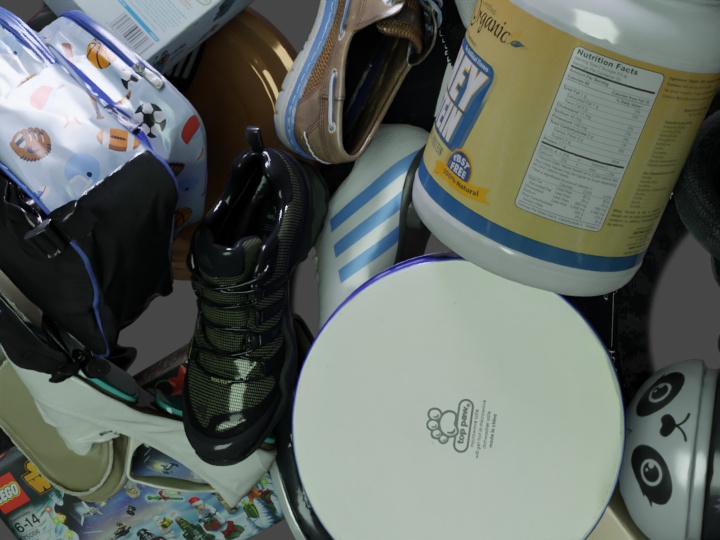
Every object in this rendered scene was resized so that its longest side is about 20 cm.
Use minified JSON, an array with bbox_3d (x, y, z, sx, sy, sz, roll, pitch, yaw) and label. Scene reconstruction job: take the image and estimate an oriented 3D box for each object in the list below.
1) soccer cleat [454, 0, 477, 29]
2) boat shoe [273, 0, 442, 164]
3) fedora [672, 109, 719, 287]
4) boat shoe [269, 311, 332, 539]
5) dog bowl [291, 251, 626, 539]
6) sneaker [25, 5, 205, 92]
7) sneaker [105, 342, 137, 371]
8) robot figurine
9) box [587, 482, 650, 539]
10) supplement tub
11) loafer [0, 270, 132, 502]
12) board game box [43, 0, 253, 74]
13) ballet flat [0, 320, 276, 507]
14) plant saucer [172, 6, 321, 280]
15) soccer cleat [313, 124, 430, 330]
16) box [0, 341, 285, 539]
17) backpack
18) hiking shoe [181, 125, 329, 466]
[{"bbox_3d":[0.148,-0.189,0.922,0.198,0.070,0.087,1,110,21],"label":"soccer cleat"},{"bbox_3d":[0.016,-0.159,0.929,0.072,0.072,0.202,27,100,48],"label":"boat shoe"},{"bbox_3d":[0.280,-0.022,0.883,0.198,0.202,0.092,14,138,13],"label":"fedora"},{"bbox_3d":[-0.027,0.126,1.020,0.060,0.076,0.201,-28,92,24],"label":"boat shoe"},{"bbox_3d":[0.059,0.090,0.896,0.198,0.079,0.203,0,92,5],"label":"dog bowl"},{"bbox_3d":[-0.190,-0.102,1.003,0.115,0.076,0.202,27,96,15],"label":"sneaker"},{"bbox_3d":[-0.230,0.000,1.063,0.079,0.071,0.201,-29,99,18],"label":"sneaker"},{"bbox_3d":[0.256,0.118,0.909,0.198,0.150,0.126,6,114,15],"label":"robot figurine"},{"bbox_3d":[0.114,0.142,0.980,0.095,0.078,0.200,-41,87,18],"label":"box"},{"bbox_3d":[0.124,-0.103,0.845,0.143,0.145,0.202,24,114,11],"label":"supplement tub"},{"bbox_3d":[-0.226,0.071,0.998,0.075,0.068,0.201,-34,88,18],"label":"loafer"},{"bbox_3d":[-0.115,-0.229,0.936,0.200,0.064,0.148,-41,86,-15],"label":"board game box"},{"bbox_3d":[-0.149,0.099,0.958,0.199,0.070,0.070,26,108,-17],"label":"ballet flat"},{"bbox_3d":[-0.124,-0.092,1.032,0.198,0.032,0.203,3,100,16],"label":"plant saucer"},{"bbox_3d":[0.000,0.000,0.988,0.086,0.070,0.202,21,96,30],"label":"soccer cleat"},{"bbox_3d":[-0.157,0.153,1.065,0.199,0.040,0.137,-30,105,19],"label":"box"},{"bbox_3d":[-0.186,-0.064,0.867,0.190,0.154,0.201,37,151,10],"label":"backpack"},{"bbox_3d":[-0.081,0.016,0.911,0.075,0.101,0.202,6,77,24],"label":"hiking shoe"}]
